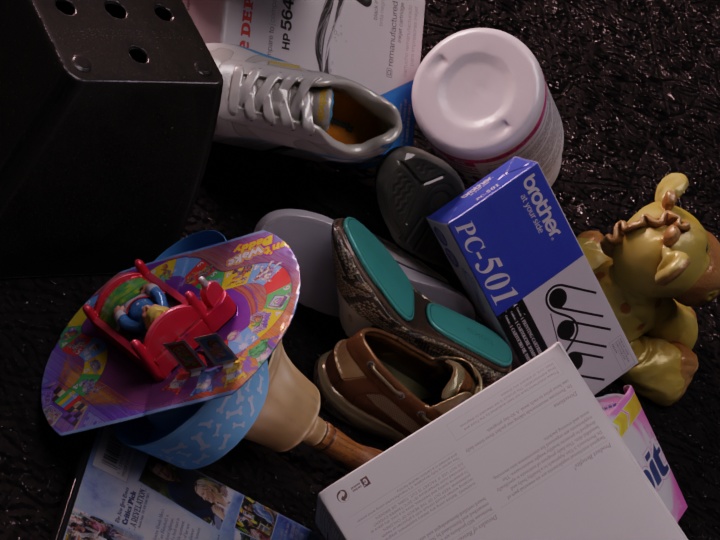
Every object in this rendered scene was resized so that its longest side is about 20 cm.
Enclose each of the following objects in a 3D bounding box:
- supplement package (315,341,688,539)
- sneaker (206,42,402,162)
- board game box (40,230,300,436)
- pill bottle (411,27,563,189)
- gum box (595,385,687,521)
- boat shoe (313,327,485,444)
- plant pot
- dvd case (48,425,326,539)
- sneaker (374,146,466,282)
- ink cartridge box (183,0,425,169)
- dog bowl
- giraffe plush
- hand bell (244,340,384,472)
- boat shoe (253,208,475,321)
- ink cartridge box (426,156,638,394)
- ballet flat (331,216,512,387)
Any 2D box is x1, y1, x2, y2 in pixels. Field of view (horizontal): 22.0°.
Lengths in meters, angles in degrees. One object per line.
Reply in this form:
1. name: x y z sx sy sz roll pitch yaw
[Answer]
1. supplement package: 0.101 0.193 1.237 0.191 0.147 0.200 -31 78 -9
2. sneaker: -0.063 -0.134 1.443 0.199 0.081 0.077 10 85 -25
3. board game box: -0.137 0.027 1.241 0.039 0.199 0.158 58 28 -36
4. pill bottle: 0.117 -0.125 1.619 0.114 0.113 0.200 55 3 19
5. gum box: 0.176 0.182 1.429 0.200 0.066 0.114 -40 108 -53
6. boat shoe: 0.062 0.106 1.433 0.199 0.074 0.076 25 40 -20
7. plant pot: -0.216 -0.129 1.341 0.199 0.178 0.200 -4 54 -42
8. dvd case: -0.111 0.196 1.236 0.199 0.018 0.143 30 38 -16
9. sneaker: 0.049 -0.057 1.551 0.114 0.076 0.199 39 3 38
10. ink cartridge box: -0.053 -0.174 1.551 0.199 0.084 0.147 8 84 -34
11. dog bowl: -0.115 0.057 1.290 0.050 0.111 0.200 42 22 -32
12. giraffe plush: 0.251 0.004 1.629 0.199 0.162 0.173 5 50 -39
13. hand bell: -0.024 0.125 1.351 0.200 0.104 0.104 37 35 -28
14. boat shoe: 0.000 0.000 1.503 0.199 0.071 0.070 22 15 -19
15. ink cartridge box: 0.142 0.017 1.511 0.094 0.044 0.201 -34 110 -14
16. ballet flat: 0.032 0.041 1.458 0.200 0.075 0.068 38 28 -25
